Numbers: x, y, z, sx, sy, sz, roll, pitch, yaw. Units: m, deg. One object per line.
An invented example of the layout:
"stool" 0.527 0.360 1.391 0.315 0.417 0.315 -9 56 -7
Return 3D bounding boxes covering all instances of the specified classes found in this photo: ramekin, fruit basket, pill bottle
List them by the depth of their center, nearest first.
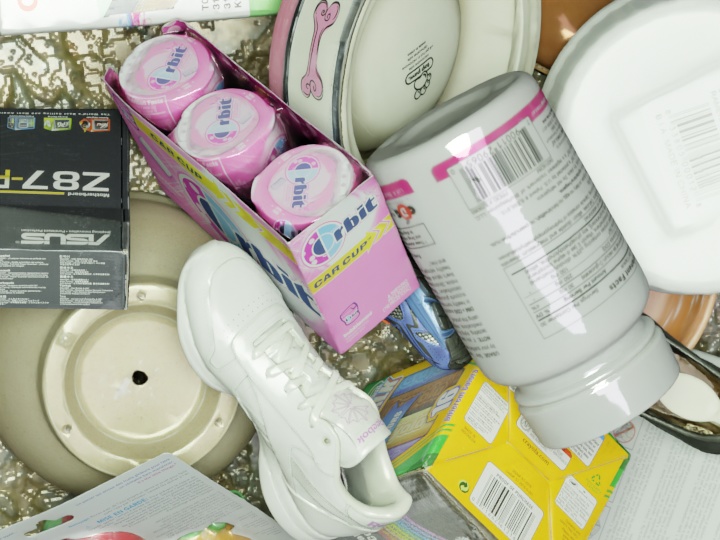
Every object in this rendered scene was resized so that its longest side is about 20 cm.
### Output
"pill bottle" 0.097 -0.004 1.260 0.113 0.113 0.200 -31 101 -5
"fruit basket" -0.140 0.176 1.329 0.185 0.094 0.200 -27 139 18
"ramekin" 0.206 -0.079 1.333 0.200 0.098 0.201 1 96 6

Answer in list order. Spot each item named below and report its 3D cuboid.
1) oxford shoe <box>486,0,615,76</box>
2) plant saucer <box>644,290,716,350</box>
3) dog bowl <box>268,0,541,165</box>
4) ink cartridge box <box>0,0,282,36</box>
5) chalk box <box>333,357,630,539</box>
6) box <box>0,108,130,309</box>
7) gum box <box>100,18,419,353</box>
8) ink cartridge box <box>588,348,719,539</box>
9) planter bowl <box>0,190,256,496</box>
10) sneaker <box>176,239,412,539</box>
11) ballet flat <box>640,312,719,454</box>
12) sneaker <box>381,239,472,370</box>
"oxford shoe" 0.178 -0.144 1.407 0.200 0.071 0.071 18 96 -12
"plant saucer" 0.133 -0.007 1.414 0.200 0.037 0.201 0 89 2
"dog bowl" 0.024 -0.135 1.328 0.200 0.074 0.200 -29 129 -43
"ink cartridge box" -0.132 -0.223 1.324 0.200 0.084 0.145 -6 100 -10
"chalk box" 0.048 0.141 1.378 0.124 0.200 0.124 45 54 -16
"box" -0.236 -0.039 1.283 0.200 0.161 0.049 1 126 -6
"gum box" -0.062 -0.055 1.282 0.066 0.200 0.114 -41 144 -12
"ink cartridge box" 0.211 0.132 1.426 0.057 0.200 0.163 23 87 -56
"planter bowl" -0.140 0.057 1.339 0.200 0.135 0.201 -2 99 -11
"sneaker" -0.032 0.066 1.253 0.075 0.100 0.200 -43 113 -39
"ballet flat" 0.164 0.051 1.359 0.200 0.068 0.068 26 90 3
"sneaker" 0.000 0.000 1.358 0.075 0.200 0.078 10 119 -53
